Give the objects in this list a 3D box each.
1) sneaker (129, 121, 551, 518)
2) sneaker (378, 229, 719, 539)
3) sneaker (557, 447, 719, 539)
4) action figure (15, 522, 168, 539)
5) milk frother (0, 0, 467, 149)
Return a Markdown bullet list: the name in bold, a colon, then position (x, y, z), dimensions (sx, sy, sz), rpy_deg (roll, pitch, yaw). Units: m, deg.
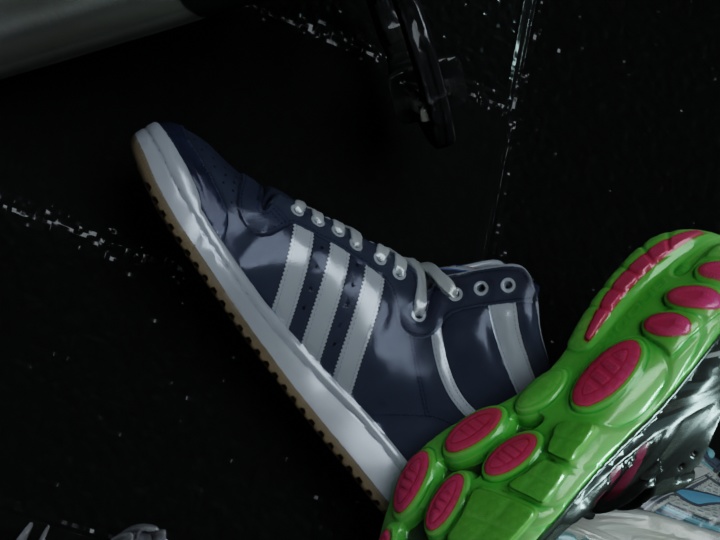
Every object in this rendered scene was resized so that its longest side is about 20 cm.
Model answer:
- **sneaker**: position (0.000, 0.000, 0.784), dimensions (0.108, 0.070, 0.201), rpy_deg (-37, 97, -1)
- **sneaker**: position (0.089, 0.075, 0.748), dimensions (0.200, 0.077, 0.084), rpy_deg (-41, 126, -3)
- **sneaker**: position (0.141, 0.101, 0.831), dimensions (0.198, 0.078, 0.087), rpy_deg (11, 66, -20)
- **action figure**: position (-0.076, 0.167, 0.722), dimensions (0.198, 0.069, 0.131), rpy_deg (20, 76, -12)
- **milk frother**: position (-0.069, -0.116, 0.773), dimensions (0.186, 0.181, 0.202), rpy_deg (-14, 106, 15)
